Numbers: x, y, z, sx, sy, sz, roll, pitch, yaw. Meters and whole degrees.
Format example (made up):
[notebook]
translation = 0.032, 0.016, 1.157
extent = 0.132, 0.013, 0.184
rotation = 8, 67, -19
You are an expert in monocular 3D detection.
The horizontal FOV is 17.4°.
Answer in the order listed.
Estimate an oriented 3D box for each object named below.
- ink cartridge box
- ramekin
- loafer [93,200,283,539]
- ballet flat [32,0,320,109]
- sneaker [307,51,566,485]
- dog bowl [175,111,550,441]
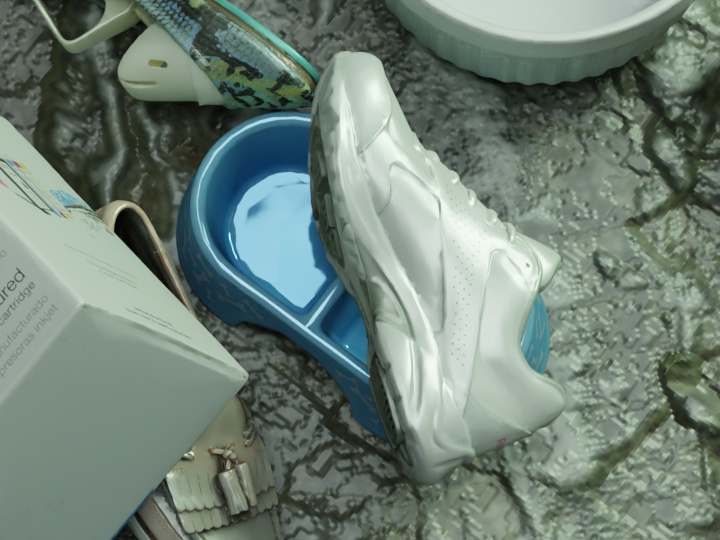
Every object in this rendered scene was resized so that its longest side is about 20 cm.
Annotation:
[ink cartridge box]
translation = -0.186, 0.024, 1.026
extent = 0.200, 0.145, 0.147
rotation = 43, 97, 29
[ramekin]
translation = 0.088, -0.185, 1.144
extent = 0.199, 0.105, 0.201
rotation = 0, 74, 1
[loafer]
translation = -0.088, 0.061, 1.087
extent = 0.072, 0.063, 0.200
rotation = -14, 68, -45
[ballet flat]
translation = -0.108, -0.121, 1.144
extent = 0.200, 0.074, 0.074
rotation = 38, 78, 24
[sneaker]
translation = 0.037, -0.009, 1.068
extent = 0.099, 0.078, 0.201
rotation = -16, 84, -11
[dog bowl]
translation = 0.000, 0.000, 1.122
extent = 0.200, 0.050, 0.112
rotation = 36, 78, 10
